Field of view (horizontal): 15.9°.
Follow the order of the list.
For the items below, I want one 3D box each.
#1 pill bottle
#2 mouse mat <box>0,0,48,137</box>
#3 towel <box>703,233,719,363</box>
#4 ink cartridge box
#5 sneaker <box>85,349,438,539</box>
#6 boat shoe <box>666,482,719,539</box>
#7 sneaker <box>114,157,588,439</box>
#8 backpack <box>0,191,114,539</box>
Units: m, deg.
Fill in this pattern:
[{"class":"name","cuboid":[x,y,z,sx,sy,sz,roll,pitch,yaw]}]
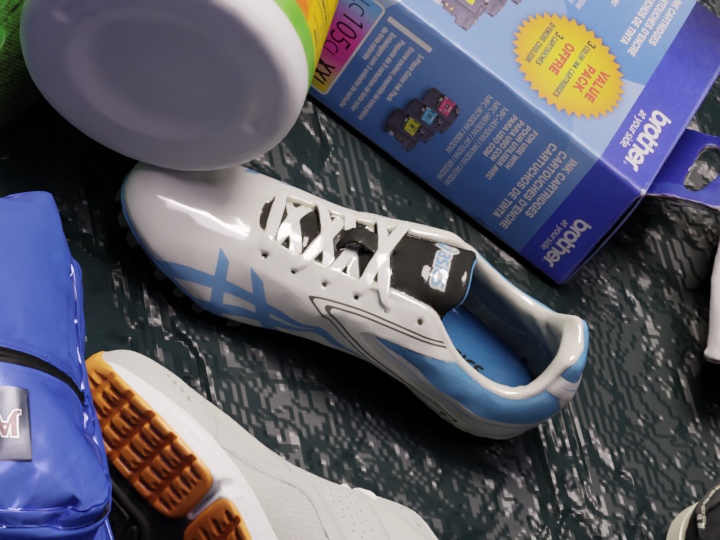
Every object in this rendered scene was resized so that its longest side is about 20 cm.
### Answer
[{"class":"pill bottle","cuboid":[-0.053,-0.147,1.008,0.111,0.111,0.201,27,51,-12]},{"class":"mouse mat","cuboid":[-0.131,-0.145,1.010,0.007,0.162,0.200,8,34,33]},{"class":"towel","cuboid":[0.241,-0.005,1.143,0.199,0.030,0.147,19,74,-30]},{"class":"ink cartridge box","cuboid":[0.077,-0.090,1.131,0.200,0.076,0.137,38,45,-3]},{"class":"sneaker","cuboid":[-0.025,0.101,0.930,0.200,0.076,0.092,48,38,-2]},{"class":"boat shoe","cuboid":[0.213,0.158,1.033,0.200,0.068,0.072,44,44,3]},{"class":"sneaker","cuboid":[0.000,0.000,1.015,0.199,0.073,0.072,26,48,-11]},{"class":"backpack","cuboid":[-0.155,0.079,0.793,0.162,0.168,0.201,3,59,-22]}]
